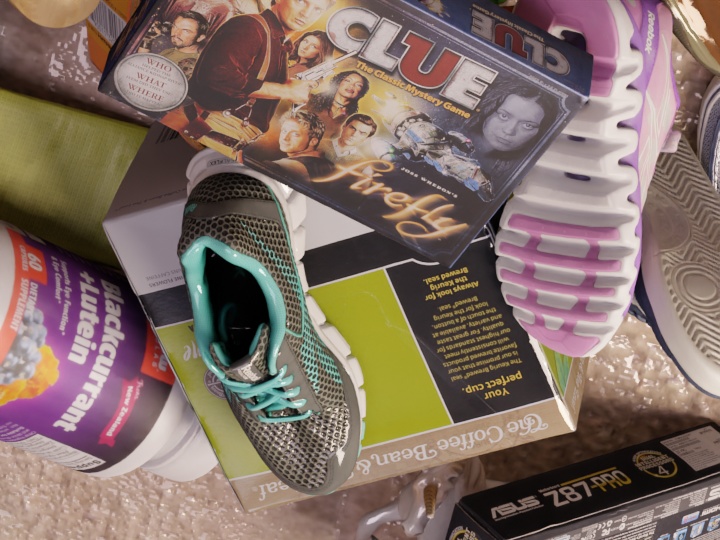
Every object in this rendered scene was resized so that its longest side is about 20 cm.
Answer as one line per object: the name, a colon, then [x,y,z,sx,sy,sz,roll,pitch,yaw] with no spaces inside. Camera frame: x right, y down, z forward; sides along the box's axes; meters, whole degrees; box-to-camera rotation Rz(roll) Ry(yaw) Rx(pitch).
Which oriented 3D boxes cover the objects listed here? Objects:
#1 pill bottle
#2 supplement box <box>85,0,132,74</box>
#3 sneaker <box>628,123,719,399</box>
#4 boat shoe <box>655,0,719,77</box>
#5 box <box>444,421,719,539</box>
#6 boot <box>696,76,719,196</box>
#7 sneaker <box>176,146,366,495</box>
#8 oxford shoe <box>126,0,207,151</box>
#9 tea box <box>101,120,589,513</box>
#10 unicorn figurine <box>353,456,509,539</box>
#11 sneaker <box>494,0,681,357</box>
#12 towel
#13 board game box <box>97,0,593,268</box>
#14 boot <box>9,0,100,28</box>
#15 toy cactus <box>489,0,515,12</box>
pill bottle: [-0.162,0.049,1.604,0.200,0.112,0.111,26,126,-39]
supplement box: [-0.104,-0.185,1.470,0.066,0.069,0.200,-19,132,-24]
sneaker: [0.159,0.006,1.515,0.075,0.200,0.085,4,133,-21]
boat shoe: [0.167,-0.193,1.458,0.074,0.076,0.200,-20,115,17]
box: [0.123,0.180,1.620,0.049,0.200,0.162,39,130,38]
boot: [0.220,-0.005,1.544,0.073,0.090,0.200,-8,118,15]
sneaker: [-0.053,0.039,1.466,0.077,0.091,0.200,-10,117,18]
oxford shoe: [-0.074,-0.129,1.433,0.071,0.073,0.200,-26,132,-16]
tea box: [0.000,0.000,1.565,0.199,0.134,0.197,-15,115,19]
unicorn figurine: [0.058,0.148,1.649,0.137,0.200,0.074,-54,55,33]
sneaker: [0.123,-0.056,1.453,0.080,0.088,0.201,15,114,31]
towel: [-0.213,-0.062,1.593,0.199,0.018,0.086,15,105,-18]
board game box: [-0.008,-0.094,1.387,0.200,0.035,0.136,26,131,-14]
boot: [-0.187,-0.234,1.467,0.071,0.144,0.202,-22,118,-8]
toy cactus: [0.039,-0.195,1.447,0.102,0.200,0.166,11,86,41]
